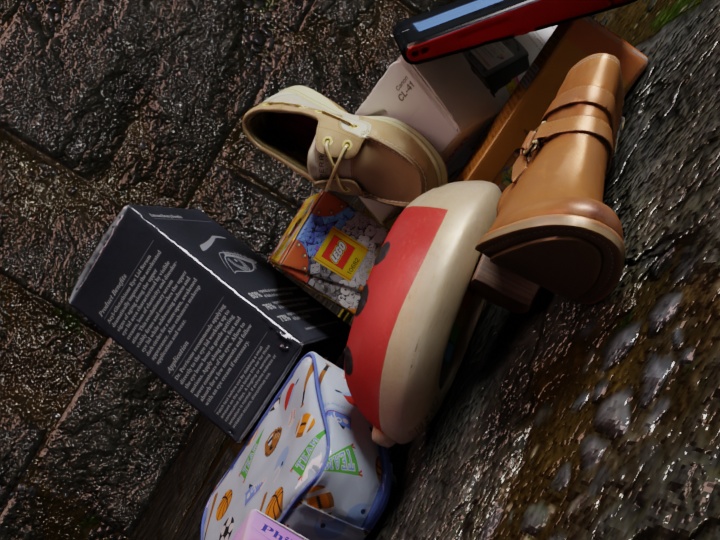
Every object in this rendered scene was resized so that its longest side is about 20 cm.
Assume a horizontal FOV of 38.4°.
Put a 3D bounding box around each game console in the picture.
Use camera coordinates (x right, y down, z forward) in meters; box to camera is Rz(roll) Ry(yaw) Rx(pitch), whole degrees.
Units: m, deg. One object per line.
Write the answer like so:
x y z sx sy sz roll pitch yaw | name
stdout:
0.110 -0.199 0.774 0.175 0.031 0.200 -15 16 4 | game console

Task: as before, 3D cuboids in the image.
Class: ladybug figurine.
0.042 0.025 0.729 0.136 0.071 0.202 67 -137 -67 | ladybug figurine

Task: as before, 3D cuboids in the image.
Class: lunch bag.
-0.050 0.167 0.789 0.201 0.075 0.161 -54 23 21 | lunch bag

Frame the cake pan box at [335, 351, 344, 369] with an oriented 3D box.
-0.048 0.168 0.982 0.185 0.052 0.200 -57 7 -3 | cake pan box

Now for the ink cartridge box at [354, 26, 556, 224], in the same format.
0.088 -0.141 0.909 0.199 0.086 0.148 -32 -11 -39 | ink cartridge box

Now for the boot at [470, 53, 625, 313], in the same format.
0.126 -0.062 0.621 0.156 0.073 0.200 -64 5 -9 | boot

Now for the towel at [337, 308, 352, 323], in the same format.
-0.045 0.106 1.163 0.086 0.018 0.201 -57 -6 -35 | towel

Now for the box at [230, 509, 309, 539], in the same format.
-0.077 0.270 0.575 0.177 0.096 0.200 -57 8 15 | box

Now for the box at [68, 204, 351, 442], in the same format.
-0.127 0.040 0.913 0.105 0.199 0.148 -56 -13 11 | box

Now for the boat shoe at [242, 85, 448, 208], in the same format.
-0.018 -0.092 0.836 0.066 0.199 0.075 -25 -52 -39 | boat shoe

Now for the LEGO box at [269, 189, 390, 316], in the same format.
0.000 0.000 0.952 0.078 0.148 0.200 -58 8 -2 | LEGO box

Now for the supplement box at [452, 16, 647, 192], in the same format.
0.132 -0.098 0.797 0.201 0.066 0.069 -56 7 15 | supplement box
